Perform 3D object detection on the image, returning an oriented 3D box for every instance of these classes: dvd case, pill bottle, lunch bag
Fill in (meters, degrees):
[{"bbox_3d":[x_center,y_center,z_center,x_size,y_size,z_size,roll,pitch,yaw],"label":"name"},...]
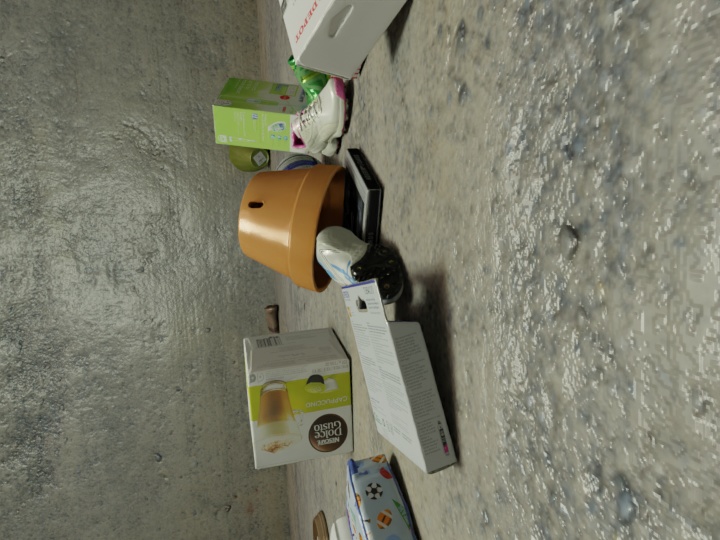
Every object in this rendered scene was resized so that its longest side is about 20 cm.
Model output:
[{"bbox_3d":[-0.003,-0.066,0.854,0.151,0.024,0.204,-112,23,-55],"label":"dvd case"},{"bbox_3d":[-0.113,-0.163,1.090,0.201,0.117,0.122,-119,28,-61],"label":"pill bottle"},{"bbox_3d":[0.026,0.376,0.761,0.202,0.074,0.163,-108,17,-48],"label":"lunch bag"}]

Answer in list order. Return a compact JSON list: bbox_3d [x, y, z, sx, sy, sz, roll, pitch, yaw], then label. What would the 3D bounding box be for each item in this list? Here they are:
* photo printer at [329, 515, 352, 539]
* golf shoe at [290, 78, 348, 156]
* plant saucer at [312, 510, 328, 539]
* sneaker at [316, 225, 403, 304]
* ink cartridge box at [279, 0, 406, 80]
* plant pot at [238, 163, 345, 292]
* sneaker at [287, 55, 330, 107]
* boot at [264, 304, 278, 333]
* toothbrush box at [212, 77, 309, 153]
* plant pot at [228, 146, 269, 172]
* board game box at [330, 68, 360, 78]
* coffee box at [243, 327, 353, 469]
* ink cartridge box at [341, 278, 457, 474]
[{"bbox_3d":[-0.006,0.566,0.958,0.201,0.068,0.169,-113,23,-53],"label":"photo printer"},{"bbox_3d":[-0.073,-0.261,0.954,0.200,0.089,0.077,123,142,-67],"label":"golf shoe"},{"bbox_3d":[-0.111,0.799,1.571,0.200,0.029,0.205,177,90,-77],"label":"plant saucer"},{"bbox_3d":[0.000,0.000,0.739,0.200,0.071,0.074,39,149,54],"label":"sneaker"},{"bbox_3d":[-0.031,-0.352,0.633,0.144,0.083,0.204,-41,56,46],"label":"ink cartridge box"},{"bbox_3d":[-0.109,-0.077,0.890,0.200,0.137,0.205,11,-90,-80],"label":"plant pot"},{"bbox_3d":[-0.095,-0.372,1.027,0.074,0.082,0.205,-127,35,-66],"label":"sneaker"},{"bbox_3d":[-0.436,0.249,2.736,0.200,0.069,0.150,174,86,-78],"label":"boot"},{"bbox_3d":[-0.193,-0.327,1.149,0.147,0.195,0.087,-84,2,-50],"label":"toothbrush box"},{"bbox_3d":[-0.507,-0.548,2.600,0.199,0.184,0.191,32,127,55],"label":"plant pot"},{"bbox_3d":[-0.020,-0.405,0.775,0.152,0.045,0.205,135,130,-72],"label":"board game box"},{"bbox_3d":[-0.132,0.252,1.125,0.200,0.195,0.203,-141,48,-71],"label":"coffee box"},{"bbox_3d":[0.036,0.108,0.640,0.196,0.042,0.205,165,92,-77],"label":"ink cartridge box"}]
